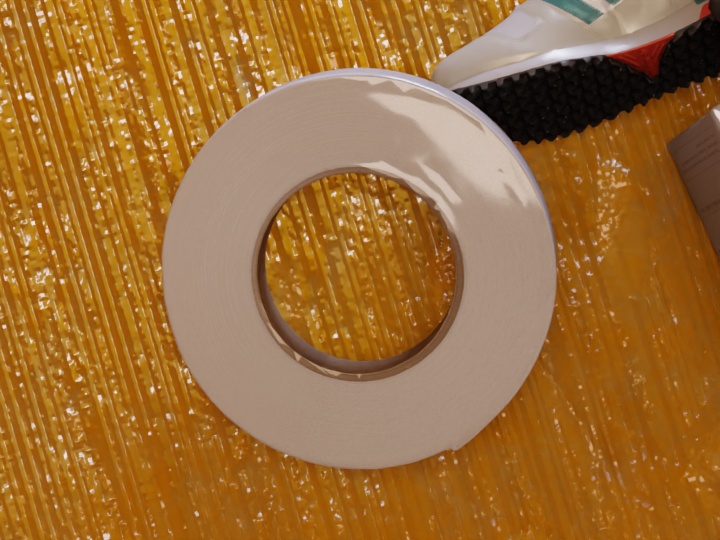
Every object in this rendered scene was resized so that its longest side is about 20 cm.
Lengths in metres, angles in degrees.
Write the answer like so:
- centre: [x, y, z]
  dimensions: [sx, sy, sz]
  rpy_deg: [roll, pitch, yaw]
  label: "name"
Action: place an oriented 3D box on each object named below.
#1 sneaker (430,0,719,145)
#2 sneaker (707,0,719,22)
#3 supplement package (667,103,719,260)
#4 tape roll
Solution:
- centre: [0.125, -0.136, 1.297]
  dimensions: [0.198, 0.070, 0.094]
  rpy_deg: [-19, 60, 4]
  label: "sneaker"
- centre: [0.264, -0.157, 1.213]
  dimensions: [0.199, 0.070, 0.090]
  rpy_deg: [-30, 67, -20]
  label: "sneaker"
- centre: [0.255, -0.005, 1.257]
  dimensions: [0.117, 0.117, 0.201]
  rpy_deg: [-24, 87, -7]
  label: "supplement package"
- centre: [0.000, 0.000, 1.260]
  dimensions: [0.201, 0.037, 0.205]
  rpy_deg: [1, 98, 5]
  label: "tape roll"
